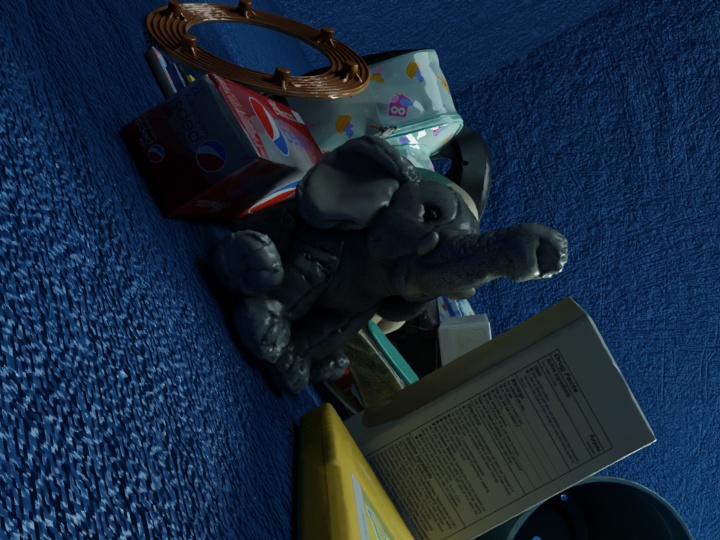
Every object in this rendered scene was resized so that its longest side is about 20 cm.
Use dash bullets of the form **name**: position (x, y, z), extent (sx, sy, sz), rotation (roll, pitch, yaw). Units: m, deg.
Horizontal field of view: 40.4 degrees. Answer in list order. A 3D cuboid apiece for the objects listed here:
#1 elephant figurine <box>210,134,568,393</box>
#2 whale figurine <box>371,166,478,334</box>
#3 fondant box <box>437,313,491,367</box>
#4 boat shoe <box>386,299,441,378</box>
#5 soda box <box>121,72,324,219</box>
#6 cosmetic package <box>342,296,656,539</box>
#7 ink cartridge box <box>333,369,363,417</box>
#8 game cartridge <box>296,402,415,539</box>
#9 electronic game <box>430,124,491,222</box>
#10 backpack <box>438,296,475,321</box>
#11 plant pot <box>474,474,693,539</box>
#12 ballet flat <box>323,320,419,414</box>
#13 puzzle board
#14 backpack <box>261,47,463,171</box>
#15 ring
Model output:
- **elephant figurine**: position (0.015, -0.014, 0.638), extent (0.156, 0.199, 0.141), rotation (62, 6, 14)
- **whale figurine**: position (0.027, -0.015, 0.856), extent (0.104, 0.159, 0.200), rotation (38, -18, 11)
- **fondant box**: position (0.124, 0.127, 1.104), extent (0.200, 0.058, 0.145), rotation (-2, 86, -83)
- **boat shoe**: position (0.060, 0.053, 1.164), extent (0.065, 0.072, 0.201), rotation (72, 15, -69)
- **soda box**: position (-0.082, -0.078, 0.670), extent (0.064, 0.070, 0.200), rotation (61, 11, 4)
- **cosmetic package**: position (0.090, 0.114, 0.687), extent (0.106, 0.199, 0.071), rotation (61, 6, -9)
- **ink cartridge box**: position (0.020, 0.111, 0.840), extent (0.201, 0.050, 0.109), rotation (62, 6, 4)
- **game cartridge**: position (0.019, 0.188, 0.557), extent (0.177, 0.032, 0.200), rotation (60, 7, -17)
- **electronic game**: position (0.064, -0.068, 1.058), extent (0.042, 0.200, 0.200), rotation (28, 25, -33)
- **backpack**: position (0.116, 0.106, 1.371), extent (0.200, 0.154, 0.163), rotation (50, 7, 24)
- **plant pot**: position (0.200, 0.287, 0.969), extent (0.201, 0.199, 0.188), rotation (61, -9, -4)
- **ballet flat**: position (-0.018, 0.045, 0.755), extent (0.201, 0.071, 0.071), rotation (58, 6, -1)
- **puzzle board**: position (-0.106, -0.081, 0.823), extent (0.201, 0.017, 0.151), rotation (63, 6, 9)
- **backpack**: position (0.004, -0.130, 0.970), extent (0.154, 0.199, 0.176), rotation (62, -9, 5)
- **ring**: position (-0.086, -0.200, 0.853), extent (0.201, 0.199, 0.019), rotation (-110, -149, -55)
